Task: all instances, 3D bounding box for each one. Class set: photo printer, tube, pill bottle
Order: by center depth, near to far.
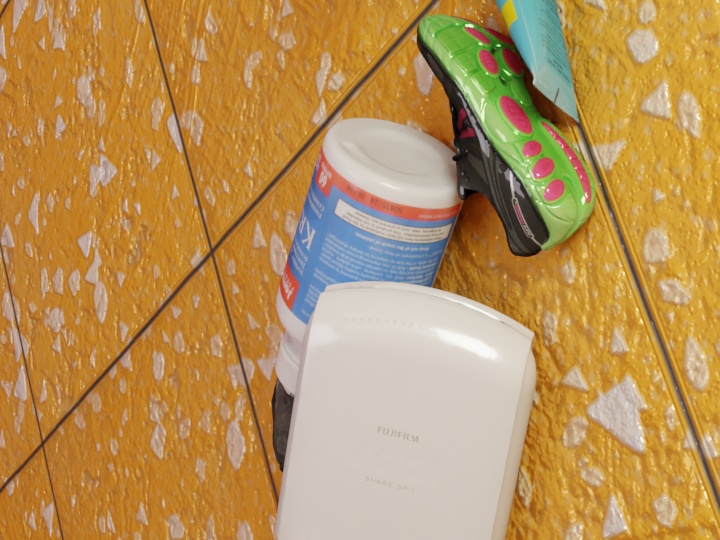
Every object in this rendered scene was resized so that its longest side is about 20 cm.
[{"bbox_3d":[0.103,-0.198,0.982,0.050,0.077,0.202,-26,66,27],"label":"tube"},{"bbox_3d":[0.032,0.110,1.034,0.164,0.069,0.203,13,107,10],"label":"photo printer"},{"bbox_3d":[0.000,0.000,1.102,0.112,0.111,0.202,48,129,43],"label":"pill bottle"}]

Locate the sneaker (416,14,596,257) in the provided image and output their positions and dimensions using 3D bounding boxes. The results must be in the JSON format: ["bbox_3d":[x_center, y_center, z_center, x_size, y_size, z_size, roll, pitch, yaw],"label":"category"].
[{"bbox_3d":[0.082,-0.094,1.006,0.084,0.076,0.202,-52,50,39],"label":"sneaker"}]

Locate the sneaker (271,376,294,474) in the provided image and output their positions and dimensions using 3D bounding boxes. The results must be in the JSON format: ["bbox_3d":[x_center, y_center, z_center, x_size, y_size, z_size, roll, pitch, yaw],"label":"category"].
[{"bbox_3d":[-0.024,0.152,1.196,0.201,0.066,0.091,64,143,36],"label":"sneaker"}]
